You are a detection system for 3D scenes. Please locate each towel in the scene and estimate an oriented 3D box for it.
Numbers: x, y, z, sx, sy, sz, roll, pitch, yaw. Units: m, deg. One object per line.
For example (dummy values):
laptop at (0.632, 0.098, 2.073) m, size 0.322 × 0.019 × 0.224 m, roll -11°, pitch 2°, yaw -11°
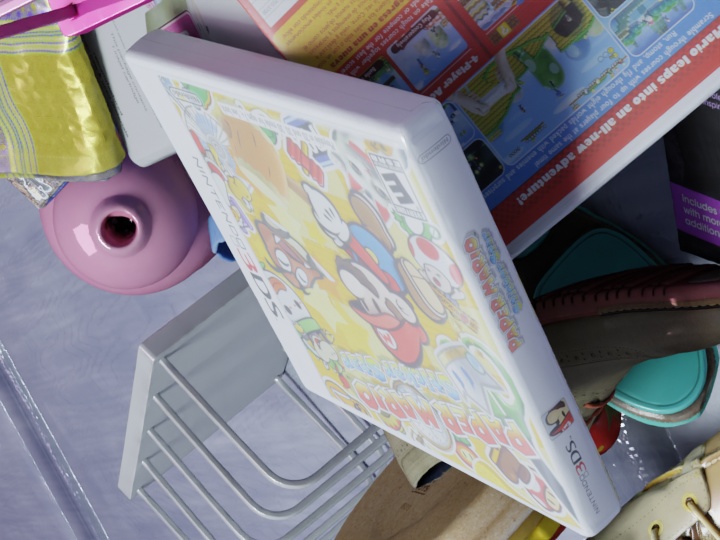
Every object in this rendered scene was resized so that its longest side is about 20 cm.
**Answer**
towel at (-0.193, -0.124, 0.808) m, size 0.142 × 0.023 × 0.201 m, roll 7°, pitch 132°, yaw 32°

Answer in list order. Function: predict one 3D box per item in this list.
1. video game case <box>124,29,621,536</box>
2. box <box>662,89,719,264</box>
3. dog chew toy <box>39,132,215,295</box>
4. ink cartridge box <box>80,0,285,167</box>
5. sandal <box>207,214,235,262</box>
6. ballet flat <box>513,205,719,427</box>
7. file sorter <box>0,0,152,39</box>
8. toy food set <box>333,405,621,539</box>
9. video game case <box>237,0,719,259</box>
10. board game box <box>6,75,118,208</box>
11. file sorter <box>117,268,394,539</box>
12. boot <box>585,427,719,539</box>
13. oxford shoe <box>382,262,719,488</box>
video game case at (0.000, 0.000, 0.675) m, size 0.199 × 0.023 × 0.183 m, roll 22°, pitch 145°, yaw 53°
box at (0.157, -0.076, 0.600) m, size 0.142 × 0.036 × 0.202 m, roll 25°, pitch 139°, yaw 47°
dog chew toy at (-0.128, -0.042, 1.008) m, size 0.125 × 0.124 × 0.200 m, roll 62°, pitch -177°, yaw -12°
ink cartridge box at (-0.022, -0.123, 0.767) m, size 0.199 × 0.144 × 0.085 m, roll -11°, pitch 105°, yaw 62°
sandal at (-0.014, -0.013, 0.927) m, size 0.079 × 0.088 × 0.200 m, roll 21°, pitch -167°, yaw -47°
ballet flat at (0.092, 0.003, 0.823) m, size 0.200 × 0.067 × 0.070 m, roll 43°, pitch 175°, yaw 26°
file sorter at (-0.107, -0.186, 0.568) m, size 0.138 × 0.125 × 0.202 m, roll -20°, pitch 97°, yaw 26°
toy food set at (0.050, 0.116, 0.862) m, size 0.049 × 0.198 × 0.200 m, roll 45°, pitch 152°, yaw -9°
video game case at (0.028, -0.113, 0.614) m, size 0.143 × 0.017 × 0.201 m, roll -40°, pitch 88°, yaw 26°
board game box at (-0.175, -0.164, 0.898) m, size 0.200 × 0.160 × 0.097 m, roll 44°, pitch 139°, yaw -7°
file sorter at (-0.052, 0.094, 1.074) m, size 0.125 × 0.138 × 0.201 m, roll 45°, pitch 152°, yaw 14°
boot at (0.130, 0.140, 0.791) m, size 0.073 × 0.155 × 0.200 m, roll 52°, pitch 154°, yaw 8°
oxford shoe at (0.086, 0.046, 0.742) m, size 0.199 × 0.070 × 0.076 m, roll -19°, pitch 85°, yaw 46°
